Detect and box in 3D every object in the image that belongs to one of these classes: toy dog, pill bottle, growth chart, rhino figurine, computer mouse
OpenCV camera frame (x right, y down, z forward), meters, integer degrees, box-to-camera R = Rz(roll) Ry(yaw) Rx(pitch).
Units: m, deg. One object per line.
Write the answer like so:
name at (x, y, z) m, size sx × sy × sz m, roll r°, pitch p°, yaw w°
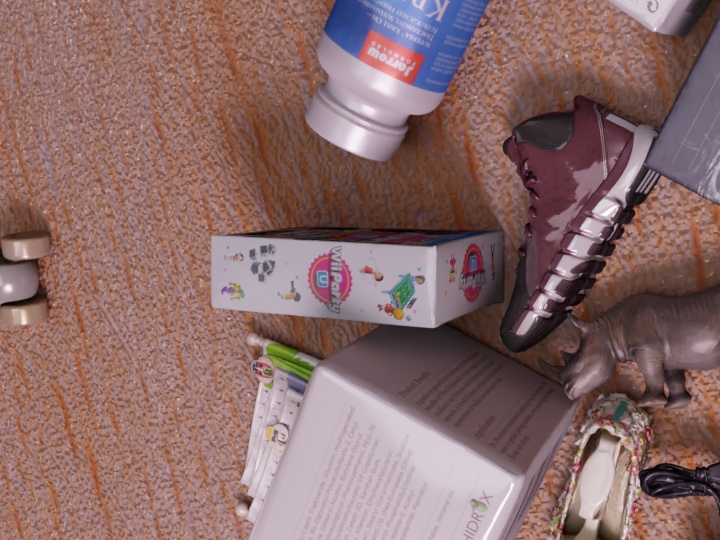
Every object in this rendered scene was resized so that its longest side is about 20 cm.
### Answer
toy dog at (-0.412, 0.010, 1.137) m, size 0.198 × 0.096 × 0.134 m, roll -17°, pitch 90°, yaw 29°
pill bottle at (0.032, -0.193, 0.857) m, size 0.112 × 0.112 × 0.202 m, roll 33°, pitch 112°, yaw 20°
growth chart at (-0.053, 0.169, 1.015) m, size 0.143 × 0.018 × 0.203 m, roll 14°, pitch 105°, yaw 25°
rhino figurine at (0.227, 0.058, 0.819) m, size 0.198 × 0.060 × 0.089 m, roll -9°, pitch 74°, yaw 30°
computer mouse at (0.276, 0.239, 0.827) m, size 0.108 × 0.044 × 0.203 m, roll -7°, pitch 96°, yaw 3°

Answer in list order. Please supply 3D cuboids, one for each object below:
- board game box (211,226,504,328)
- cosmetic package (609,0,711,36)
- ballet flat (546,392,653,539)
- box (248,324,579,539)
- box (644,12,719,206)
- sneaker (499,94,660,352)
board game box at (0.000, 0.000, 0.885) m, size 0.197 × 0.147 × 0.065 m, roll 4°, pitch 98°, yaw 27°
cosmetic package at (0.165, -0.255, 0.776) m, size 0.200 × 0.113 × 0.082 m, roll 41°, pitch 115°, yaw 14°
ballet flat at (0.182, 0.195, 0.865) m, size 0.075 × 0.064 × 0.203 m, roll 12°, pitch 104°, yaw 25°
box at (0.042, 0.167, 0.854) m, size 0.170 × 0.199 × 0.202 m, roll 28°, pitch 109°, yaw 16°
box at (0.324, -0.115, 0.707) m, size 0.195 × 0.124 × 0.202 m, roll 31°, pitch 111°, yaw 19°
sneaker at (0.142, -0.044, 0.851) m, size 0.115 × 0.075 × 0.201 m, roll 38°, pitch 103°, yaw 23°
